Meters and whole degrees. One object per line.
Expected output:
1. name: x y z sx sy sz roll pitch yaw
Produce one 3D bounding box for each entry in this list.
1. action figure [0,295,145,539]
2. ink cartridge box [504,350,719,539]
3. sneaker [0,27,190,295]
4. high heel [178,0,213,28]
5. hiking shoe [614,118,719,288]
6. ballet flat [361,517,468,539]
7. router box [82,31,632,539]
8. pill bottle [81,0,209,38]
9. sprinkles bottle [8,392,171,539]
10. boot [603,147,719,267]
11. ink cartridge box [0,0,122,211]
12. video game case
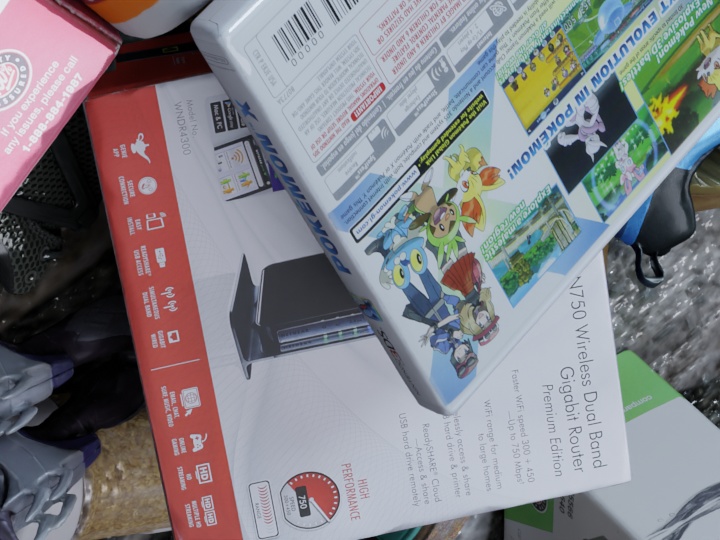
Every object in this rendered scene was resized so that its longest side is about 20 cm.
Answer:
1. action figure: -0.090 0.032 1.185 0.200 0.069 0.131 -36 131 -33
2. ink cartridge box: 0.158 0.160 1.442 0.084 0.200 0.146 -23 134 -24
3. sneaker: -0.105 -0.054 1.148 0.199 0.076 0.115 -9 129 -31
4. high heel: -0.072 -0.186 1.064 0.142 0.071 0.200 -29 106 21
5. hiking shoe: 0.145 -0.094 1.176 0.087 0.074 0.200 42 82 -7
6. ballet flat: 0.020 0.114 1.388 0.067 0.068 0.200 -15 147 -37
7. router box: 0.000 0.000 1.109 0.179 0.049 0.201 -12 114 -3
8. pill bottle: -0.115 -0.176 0.964 0.200 0.110 0.110 38 95 -20
9. sprinkles bottle: -0.076 0.078 1.281 0.199 0.068 0.069 -7 126 -37
10. boot: 0.101 -0.014 1.287 0.174 0.066 0.200 0 150 -1
11. ink cartridge box: -0.205 -0.083 0.990 0.200 0.083 0.147 34 98 -29
12. video game case: 0.051 -0.081 1.024 0.200 0.022 0.183 -47 128 -21
